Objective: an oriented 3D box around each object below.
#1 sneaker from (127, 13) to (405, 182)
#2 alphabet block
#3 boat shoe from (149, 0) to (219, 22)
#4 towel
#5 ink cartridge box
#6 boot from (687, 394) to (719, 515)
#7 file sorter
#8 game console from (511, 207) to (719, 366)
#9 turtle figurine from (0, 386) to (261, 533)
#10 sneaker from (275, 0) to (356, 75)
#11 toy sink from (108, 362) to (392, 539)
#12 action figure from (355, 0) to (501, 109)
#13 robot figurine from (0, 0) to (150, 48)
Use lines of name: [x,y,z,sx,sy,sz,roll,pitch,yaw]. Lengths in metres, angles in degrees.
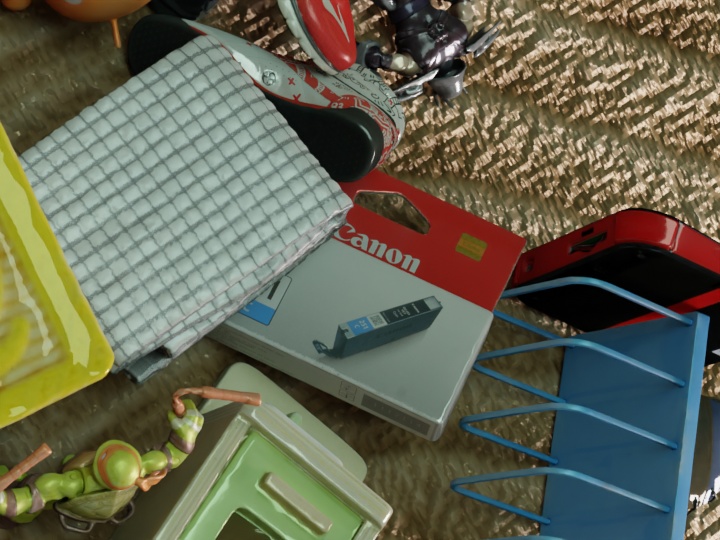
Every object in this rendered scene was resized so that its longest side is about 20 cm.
sneaker: [-0.063,-0.129,1.560,0.201,0.067,0.108,26,22,10]
alphabet block: [-0.297,0.030,1.319,0.196,0.200,0.196,-28,90,-29]
boat shoe: [-0.078,-0.269,1.565,0.075,0.093,0.201,33,65,-16]
towel: [-0.130,-0.038,1.456,0.200,0.086,0.166,-37,85,-17]
ink cartridge box: [0.000,0.000,1.527,0.199,0.045,0.177,25,66,5]
boot: [0.235,0.174,1.626,0.096,0.075,0.201,11,71,-21]
file sorter: [0.148,0.118,1.545,0.122,0.138,0.201,23,68,-33]
game console: [0.220,0.017,1.584,0.176,0.200,0.031,23,69,-20]
turtle figurine: [-0.165,0.132,1.383,0.199,0.161,0.065,-21,88,-30]
sneaker: [-0.018,-0.239,1.514,0.077,0.084,0.201,-8,92,-71]
toy sink: [-0.068,0.164,1.452,0.130,0.112,0.200,41,63,-13]
action figure: [0.028,-0.210,1.622,0.130,0.069,0.201,-39,109,-35]
robot figurine: [-0.195,-0.255,1.479,0.144,0.117,0.200,-34,83,-20]
